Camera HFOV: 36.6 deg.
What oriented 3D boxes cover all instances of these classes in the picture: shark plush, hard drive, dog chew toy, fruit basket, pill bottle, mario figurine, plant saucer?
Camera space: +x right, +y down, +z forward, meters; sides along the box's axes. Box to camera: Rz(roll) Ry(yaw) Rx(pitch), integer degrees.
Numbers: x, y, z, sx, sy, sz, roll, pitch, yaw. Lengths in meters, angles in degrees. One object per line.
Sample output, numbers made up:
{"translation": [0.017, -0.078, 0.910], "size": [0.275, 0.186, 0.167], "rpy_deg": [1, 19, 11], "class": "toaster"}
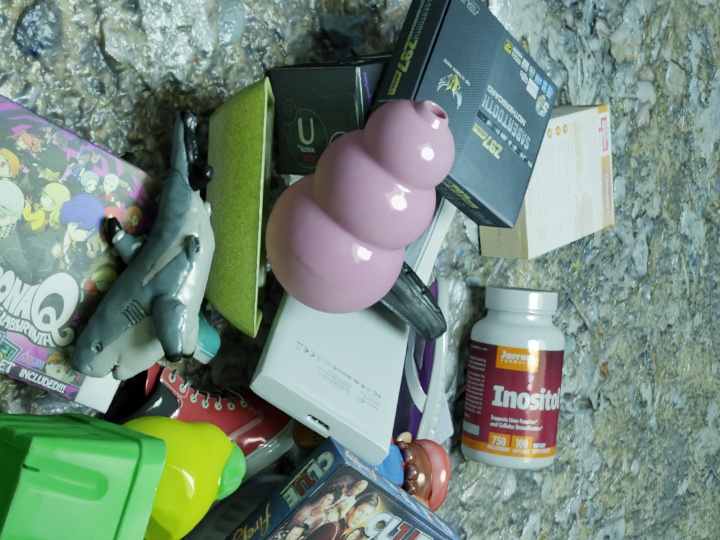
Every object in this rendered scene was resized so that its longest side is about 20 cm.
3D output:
{"translation": [-0.152, -0.016, 0.797], "size": [0.091, 0.082, 0.203], "rpy_deg": [-85, -172, -81], "class": "shark plush"}
{"translation": [-0.022, 0.076, 0.995], "size": [0.131, 0.027, 0.201], "rpy_deg": [33, 30, -11], "class": "hard drive"}
{"translation": [0.006, -0.059, 0.909], "size": [0.124, 0.125, 0.200], "rpy_deg": [3, 135, -47], "class": "dog chew toy"}
{"translation": [-0.188, 0.174, 0.815], "size": [0.215, 0.214, 0.157], "rpy_deg": [28, 75, -45], "class": "fruit basket"}
{"translation": [0.180, 0.123, 1.277], "size": [0.112, 0.112, 0.203], "rpy_deg": [2, 93, -47], "class": "pill bottle"}
{"translation": [0.003, 0.197, 1.026], "size": [0.199, 0.105, 0.125], "rpy_deg": [28, 80, -48], "class": "mario figurine"}
{"translation": [-0.104, -0.055, 0.929], "size": [0.047, 0.200, 0.203], "rpy_deg": [3, 93, -3], "class": "plant saucer"}

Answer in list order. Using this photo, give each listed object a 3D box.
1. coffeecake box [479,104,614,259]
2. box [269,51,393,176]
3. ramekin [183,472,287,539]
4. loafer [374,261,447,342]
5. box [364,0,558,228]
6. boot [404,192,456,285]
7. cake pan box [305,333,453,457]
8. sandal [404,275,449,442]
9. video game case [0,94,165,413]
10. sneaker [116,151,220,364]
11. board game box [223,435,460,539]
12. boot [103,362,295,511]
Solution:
{"translation": [0.228, -0.112, 1.328], "size": [0.199, 0.072, 0.156], "rpy_deg": [-19, 109, -45], "class": "coffeecake box"}
{"translation": [0.025, -0.157, 1.065], "size": [0.199, 0.121, 0.108], "rpy_deg": [-18, 109, -44], "class": "box"}
{"translation": [-0.072, 0.301, 1.029], "size": [0.199, 0.104, 0.203], "rpy_deg": [-7, 100, -46], "class": "ramekin"}
{"translation": [0.000, 0.000, 1.033], "size": [0.200, 0.068, 0.070], "rpy_deg": [43, 98, -10], "class": "loafer"}
{"translation": [0.101, -0.152, 1.021], "size": [0.199, 0.051, 0.159], "rpy_deg": [34, 71, -44], "class": "box"}
{"translation": [0.040, -0.053, 1.135], "size": [0.090, 0.073, 0.201], "rpy_deg": [33, 46, -13], "class": "boot"}
{"translation": [0.014, 0.134, 1.143], "size": [0.183, 0.052, 0.202], "rpy_deg": [-32, 117, -39], "class": "cake pan box"}
{"translation": [0.058, 0.106, 1.113], "size": [0.049, 0.082, 0.206], "rpy_deg": [7, 92, -5], "class": "sandal"}
{"translation": [-0.239, -0.013, 0.804], "size": [0.199, 0.036, 0.183], "rpy_deg": [28, 84, -30], "class": "video game case"}
{"translation": [-0.163, -0.008, 0.905], "size": [0.080, 0.071, 0.201], "rpy_deg": [-43, 125, -15], "class": "sneaker"}
{"translation": [-0.011, 0.239, 0.940], "size": [0.135, 0.035, 0.200], "rpy_deg": [-45, 132, 3], "class": "board game box"}
{"translation": [-0.130, 0.114, 0.971], "size": [0.200, 0.072, 0.146], "rpy_deg": [-38, 120, -34], "class": "boot"}
